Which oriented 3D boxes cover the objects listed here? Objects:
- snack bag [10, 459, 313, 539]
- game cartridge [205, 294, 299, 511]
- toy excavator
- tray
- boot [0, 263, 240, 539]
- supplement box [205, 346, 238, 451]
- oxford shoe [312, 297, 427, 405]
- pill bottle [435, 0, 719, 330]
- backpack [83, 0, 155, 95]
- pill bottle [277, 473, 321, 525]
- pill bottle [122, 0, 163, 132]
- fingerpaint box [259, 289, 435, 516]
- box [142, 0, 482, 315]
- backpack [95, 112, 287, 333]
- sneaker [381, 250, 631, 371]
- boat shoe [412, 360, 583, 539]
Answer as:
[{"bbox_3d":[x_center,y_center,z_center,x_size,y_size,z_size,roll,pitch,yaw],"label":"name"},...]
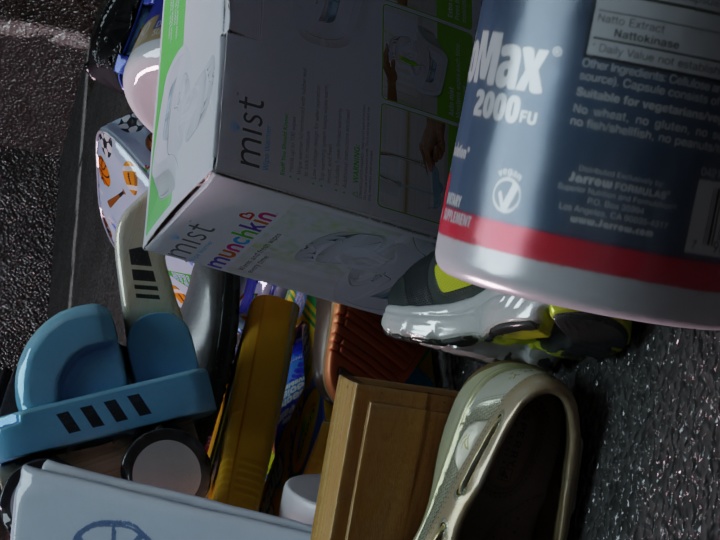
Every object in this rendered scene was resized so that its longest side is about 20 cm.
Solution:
[{"bbox_3d":[-0.094,0.208,0.997,0.021,0.188,0.200,-7,-73,-72],"label":"snack bag"},{"bbox_3d":[-0.078,0.137,1.134,0.200,0.032,0.177,-79,6,-58],"label":"game cartridge"},{"bbox_3d":[-0.121,0.035,1.088,0.100,0.194,0.200,141,114,-82],"label":"toy excavator"},{"bbox_3d":[0.024,0.155,0.943,0.037,0.098,0.200,-159,79,-74],"label":"tray"},{"bbox_3d":[-0.146,0.073,1.163,0.070,0.131,0.200,142,143,-84],"label":"boot"},{"bbox_3d":[-0.077,0.141,1.356,0.200,0.109,0.061,-95,19,-48],"label":"supplement box"},{"bbox_3d":[0.000,0.000,1.145,0.073,0.071,0.200,-21,40,38],"label":"oxford shoe"},{"bbox_3d":[0.102,-0.087,0.741,0.120,0.119,0.200,-151,71,-76],"label":"pill bottle"},{"bbox_3d":[-0.086,-0.203,1.503,0.200,0.182,0.135,-69,22,1],"label":"backpack"},{"bbox_3d":[-0.015,0.212,1.042,0.112,0.112,0.200,-140,59,-74],"label":"pill bottle"},{"bbox_3d":[-0.062,-0.173,1.271,0.116,0.116,0.200,123,169,-60],"label":"pill bottle"},{"bbox_3d":[-0.020,0.103,1.216,0.167,0.073,0.200,-95,19,-47],"label":"fingerpaint box"},{"bbox_3d":[-0.012,-0.094,1.069,0.097,0.176,0.200,-42,40,52],"label":"box"},{"bbox_3d":[-0.086,-0.044,1.373,0.200,0.154,0.191,52,163,25],"label":"backpack"},{"bbox_3d":[0.074,-0.001,0.931,0.200,0.074,0.085,-9,66,67],"label":"sneaker"},{"bbox_3d":[0.054,0.140,0.896,0.065,0.072,0.200,-160,84,-77],"label":"boat shoe"}]
